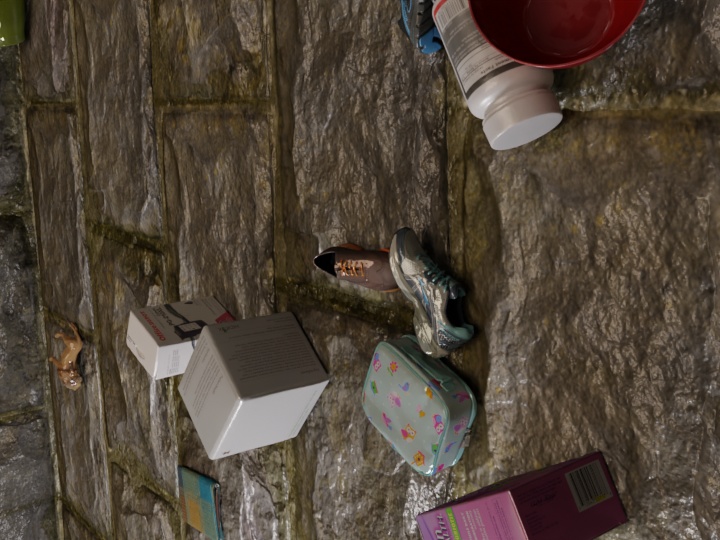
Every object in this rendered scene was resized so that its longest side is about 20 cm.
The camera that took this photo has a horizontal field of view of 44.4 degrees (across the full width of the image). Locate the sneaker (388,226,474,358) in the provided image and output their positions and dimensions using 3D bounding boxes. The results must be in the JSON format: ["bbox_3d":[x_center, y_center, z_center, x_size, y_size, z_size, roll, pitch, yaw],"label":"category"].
[{"bbox_3d":[0.112,0.023,1.309,0.086,0.077,0.201,-26,83,40],"label":"sneaker"}]

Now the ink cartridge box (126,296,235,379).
[{"bbox_3d":[-0.369,0.137,1.853,0.145,0.199,0.085,39,127,41],"label":"ink cartridge box"}]

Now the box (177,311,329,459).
[{"bbox_3d":[-0.203,0.212,1.651,0.172,0.199,0.200,58,137,30],"label":"box"}]

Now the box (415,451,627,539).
[{"bbox_3d":[0.206,0.324,1.151,0.200,0.175,0.097,-37,69,51],"label":"box"}]

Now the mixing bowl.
[{"bbox_3d":[0.229,-0.310,1.002,0.198,0.108,0.202,-3,82,19],"label":"mixing bowl"}]

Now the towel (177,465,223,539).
[{"bbox_3d":[-0.386,0.557,2.123,0.199,0.022,0.148,3,99,55],"label":"towel"}]

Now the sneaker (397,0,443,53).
[{"bbox_3d":[0.084,-0.403,1.215,0.082,0.073,0.201,51,145,40],"label":"sneaker"}]

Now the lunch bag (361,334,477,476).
[{"bbox_3d":[0.092,0.203,1.359,0.200,0.077,0.161,42,128,40],"label":"lunch bag"}]

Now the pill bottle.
[{"bbox_3d":[0.174,-0.263,1.112,0.114,0.113,0.201,-35,70,50],"label":"pill bottle"}]

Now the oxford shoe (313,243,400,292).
[{"bbox_3d":[0.000,0.000,1.437,0.199,0.072,0.072,10,105,51],"label":"oxford shoe"}]

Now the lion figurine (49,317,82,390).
[{"bbox_3d":[-0.876,0.254,2.666,0.122,0.072,0.201,34,120,35],"label":"lion figurine"}]

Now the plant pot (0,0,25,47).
[{"bbox_3d":[-1.087,-0.774,2.630,0.200,0.199,0.194,30,132,46],"label":"plant pot"}]
